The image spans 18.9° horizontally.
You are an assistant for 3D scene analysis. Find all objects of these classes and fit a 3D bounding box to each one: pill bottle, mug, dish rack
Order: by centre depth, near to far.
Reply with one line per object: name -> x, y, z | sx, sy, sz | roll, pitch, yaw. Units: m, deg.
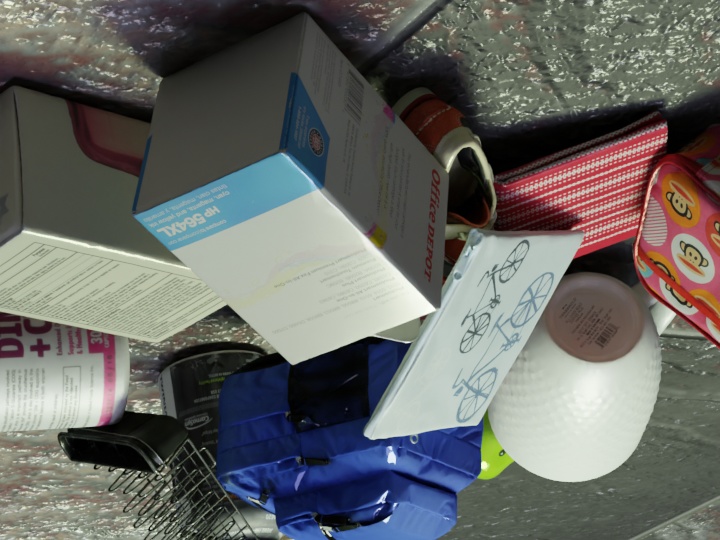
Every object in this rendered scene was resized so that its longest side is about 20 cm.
pill bottle -> -0.289, 0.071, 1.710 | 0.199, 0.114, 0.113 | -3, 157, -18
dish rack -> -0.149, 0.198, 1.783 | 0.055, 0.201, 0.153 | -42, -158, -25
mug -> 0.212, 0.070, 1.914 | 0.200, 0.148, 0.176 | -35, 158, -21
pill bottle -> -0.117, 0.180, 1.928 | 0.106, 0.201, 0.106 | -9, 161, -3

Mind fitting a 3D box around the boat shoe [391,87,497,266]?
boat shoe -> 0.068, -0.054, 1.568 | 0.071, 0.063, 0.200 | -42, 149, -14

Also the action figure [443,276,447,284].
action figure -> 0.000, 0.000, 1.702 | 0.199, 0.066, 0.052 | -2, 176, -2

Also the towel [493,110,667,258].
towel -> 0.170, -0.055, 1.690 | 0.144, 0.023, 0.200 | -21, 158, -3

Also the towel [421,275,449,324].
towel -> 0.032, 0.058, 1.821 | 0.145, 0.030, 0.200 | -10, 158, 5

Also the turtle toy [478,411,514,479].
turtle toy -> 0.058, 0.167, 2.109 | 0.199, 0.102, 0.146 | -14, 158, 10

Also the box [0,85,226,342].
box -> -0.186, -0.034, 1.487 | 0.199, 0.110, 0.128 | 14, 150, -40

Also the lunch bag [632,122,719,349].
lunch bag -> 0.302, 0.004, 1.655 | 0.082, 0.200, 0.177 | -33, 150, -29

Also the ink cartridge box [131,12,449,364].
ink cartridge box -> -0.034, -0.042, 1.429 | 0.125, 0.129, 0.200 | -21, 132, 28

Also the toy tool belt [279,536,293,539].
toy tool belt -> -0.007, 0.164, 1.990 | 0.199, 0.123, 0.125 | -30, 138, 15

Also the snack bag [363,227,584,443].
snack bag -> 0.083, 0.048, 1.646 | 0.200, 0.021, 0.189 | -3, 125, -61

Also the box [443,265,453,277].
box -> 0.014, 0.039, 1.859 | 0.155, 0.041, 0.200 | -11, 157, 4

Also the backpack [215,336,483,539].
backpack -> -0.023, 0.145, 1.772 | 0.199, 0.169, 0.162 | -9, 154, 32
